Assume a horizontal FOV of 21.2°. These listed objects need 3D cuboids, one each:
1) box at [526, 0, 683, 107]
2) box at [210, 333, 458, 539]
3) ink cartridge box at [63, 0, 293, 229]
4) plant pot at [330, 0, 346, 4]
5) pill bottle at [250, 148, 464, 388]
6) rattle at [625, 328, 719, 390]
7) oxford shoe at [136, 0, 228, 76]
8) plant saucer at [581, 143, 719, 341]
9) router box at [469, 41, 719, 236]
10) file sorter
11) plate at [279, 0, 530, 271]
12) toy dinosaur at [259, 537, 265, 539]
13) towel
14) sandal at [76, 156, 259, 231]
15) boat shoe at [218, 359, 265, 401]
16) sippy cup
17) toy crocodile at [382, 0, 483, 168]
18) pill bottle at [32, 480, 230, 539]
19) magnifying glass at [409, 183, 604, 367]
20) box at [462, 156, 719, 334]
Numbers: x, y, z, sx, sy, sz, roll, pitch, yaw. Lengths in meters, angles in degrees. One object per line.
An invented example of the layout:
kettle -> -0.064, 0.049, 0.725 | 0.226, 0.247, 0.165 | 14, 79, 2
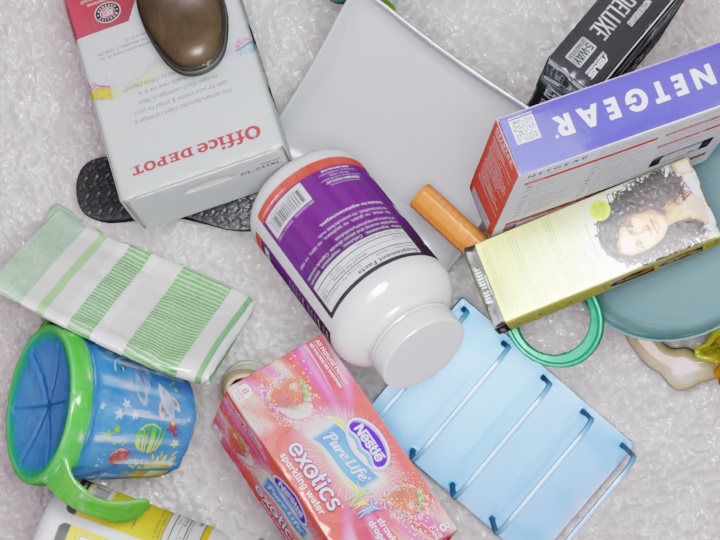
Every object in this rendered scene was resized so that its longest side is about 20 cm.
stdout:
box -> 0.204, -0.184, 1.581 | 0.050, 0.200, 0.158 | 39, 77, 6
box -> -0.023, 0.168, 1.576 | 0.102, 0.095, 0.200 | -29, 76, -23
ink cartridge box -> -0.153, -0.154, 1.636 | 0.145, 0.083, 0.201 | -18, 71, 2
plant pot -> 0.006, -0.320, 1.609 | 0.161, 0.201, 0.201 | -36, 89, 14
pill bottle -> 0.000, 0.000, 1.581 | 0.112, 0.112, 0.200 | -39, 58, 2
rattle -> 0.267, 0.007, 1.630 | 0.130, 0.143, 0.201 | -20, 96, 20
oxford shoe -> -0.160, -0.254, 1.582 | 0.072, 0.084, 0.201 | -18, 72, 1
plant saucer -> 0.266, -0.034, 1.614 | 0.199, 0.027, 0.201 | -10, 68, 26
router box -> 0.195, -0.102, 1.512 | 0.199, 0.180, 0.049 | -19, 78, -8
file sorter -> 0.119, 0.140, 1.640 | 0.200, 0.123, 0.139 | 40, 91, 1
plate -> 0.039, -0.119, 1.641 | 0.199, 0.032, 0.200 | 36, 131, 2
toy dinosaur -> 0.000, 0.297, 1.644 | 0.199, 0.086, 0.136 | 24, 76, -15
towel -> -0.198, 0.021, 1.641 | 0.199, 0.153, 0.023 | 26, 121, 1
sandal -> -0.149, -0.074, 1.688 | 0.200, 0.048, 0.076 | 4, 87, 15
boat shoe -> -0.043, 0.154, 1.670 | 0.200, 0.069, 0.074 | 35, 91, 1
sippy cup -> -0.216, 0.122, 1.638 | 0.130, 0.139, 0.179 | 11, 82, -31
toy crocodile -> 0.066, -0.149, 1.672 | 0.200, 0.062, 0.068 | 44, 131, -1
pill bottle -> -0.181, 0.261, 1.654 | 0.199, 0.112, 0.113 | 20, 91, 2
magnifying glass -> 0.122, 0.002, 1.621 | 0.200, 0.022, 0.080 | 43, 102, 9
box -> 0.189, -0.019, 1.572 | 0.199, 0.050, 0.076 | -24, 79, 6
